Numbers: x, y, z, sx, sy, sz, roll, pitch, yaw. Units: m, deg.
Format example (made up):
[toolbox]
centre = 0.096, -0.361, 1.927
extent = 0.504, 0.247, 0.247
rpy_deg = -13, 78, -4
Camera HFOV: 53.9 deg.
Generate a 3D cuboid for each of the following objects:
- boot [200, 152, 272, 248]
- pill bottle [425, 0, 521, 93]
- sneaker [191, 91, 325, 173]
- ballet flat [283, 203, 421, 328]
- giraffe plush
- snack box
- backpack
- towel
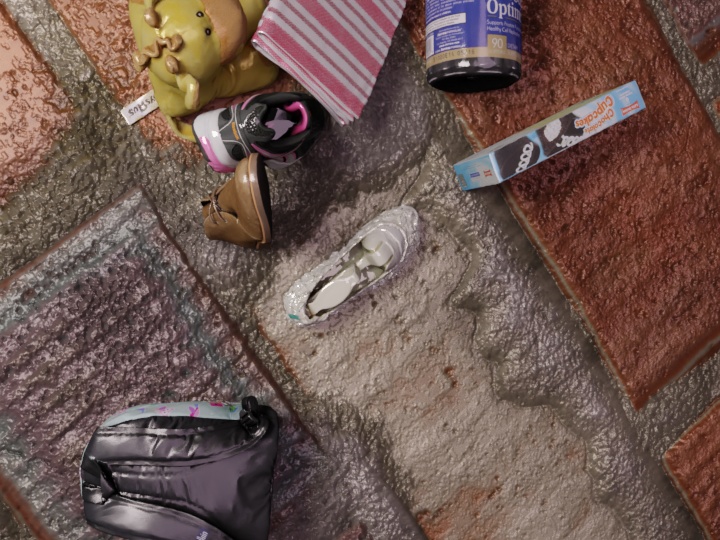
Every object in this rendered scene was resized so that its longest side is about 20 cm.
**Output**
[boot]
centre = -0.125, -0.060, 0.710
extent = 0.073, 0.200, 0.076
rpy_deg = -1, 78, -10
[pill bottle]
centre = 0.127, -0.314, 0.802
extent = 0.109, 0.112, 0.206
rpy_deg = -2, 93, -12
[sneaker]
centre = -0.078, -0.147, 0.728
extent = 0.085, 0.200, 0.082
rpy_deg = -12, 106, 29
[ballet flat]
centre = 0.000, 0.000, 0.809
extent = 0.199, 0.072, 0.072
rpy_deg = -39, 99, -9
[giraffe plush]
centre = -0.171, -0.233, 0.711
extent = 0.172, 0.162, 0.201
rpy_deg = 40, 83, -11
[snack box]
centre = 0.215, -0.154, 0.825
extent = 0.196, 0.116, 0.038
rpy_deg = -27, 97, -10
[backpack]
centre = -0.190, 0.214, 0.743
extent = 0.194, 0.127, 0.172
rpy_deg = 6, 79, -12
[towel]
centre = -0.026, -0.278, 0.759
extent = 0.145, 0.030, 0.204
rpy_deg = 36, 66, -35
